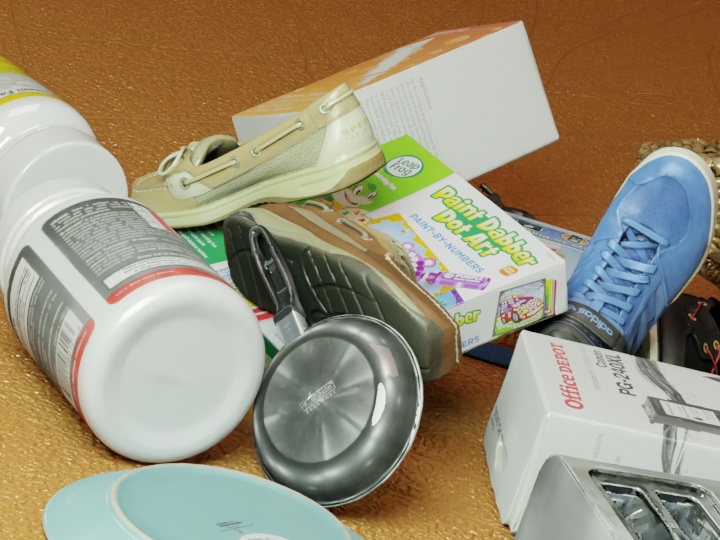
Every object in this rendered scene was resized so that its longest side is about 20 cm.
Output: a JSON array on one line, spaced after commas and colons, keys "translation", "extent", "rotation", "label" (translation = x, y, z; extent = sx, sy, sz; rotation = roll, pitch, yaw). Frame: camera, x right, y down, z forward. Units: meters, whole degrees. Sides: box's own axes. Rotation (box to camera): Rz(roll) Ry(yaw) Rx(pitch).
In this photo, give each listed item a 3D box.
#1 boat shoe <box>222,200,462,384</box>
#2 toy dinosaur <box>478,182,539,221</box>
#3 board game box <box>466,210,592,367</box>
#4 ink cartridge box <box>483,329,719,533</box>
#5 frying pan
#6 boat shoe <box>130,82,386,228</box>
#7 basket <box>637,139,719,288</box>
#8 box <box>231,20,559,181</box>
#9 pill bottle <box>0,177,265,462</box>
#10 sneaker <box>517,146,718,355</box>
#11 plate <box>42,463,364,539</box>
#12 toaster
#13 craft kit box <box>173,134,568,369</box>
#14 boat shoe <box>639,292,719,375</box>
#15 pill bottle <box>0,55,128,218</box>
[{"translation": [-0.003, 0.003, 1.598], "extent": [0.074, 0.076, 0.200], "rotation": [-23, 37, -32], "label": "boat shoe"}, {"translation": [0.059, -0.054, 2.088], "extent": [0.199, 0.048, 0.088], "rotation": [4, 20, -34], "label": "toy dinosaur"}, {"translation": [0.108, 0.011, 1.917], "extent": [0.199, 0.056, 0.196], "rotation": [17, 18, 6], "label": "board game box"}, {"translation": [0.186, 0.117, 1.611], "extent": [0.199, 0.084, 0.145], "rotation": [13, 18, -8], "label": "ink cartridge box"}, {"translation": [-0.019, 0.044, 1.525], "extent": [0.114, 0.191, 0.031], "rotation": [-15, -25, 26], "label": "frying pan"}, {"translation": [-0.075, -0.073, 1.701], "extent": [0.200, 0.063, 0.073], "rotation": [-10, 16, 40], "label": "boat shoe"}, {"translation": [0.278, -0.018, 1.975], "extent": [0.142, 0.150, 0.200], "rotation": [0, 8, -6], "label": "basket"}, {"translation": [0.026, -0.106, 1.963], "extent": [0.199, 0.098, 0.124], "rotation": [-24, 12, -28], "label": "box"}, {"translation": [-0.145, 0.022, 1.565], "extent": [0.115, 0.117, 0.200], "rotation": [5, 20, -30], "label": "pill bottle"}, {"translation": [0.165, 0.018, 1.715], "extent": [0.077, 0.201, 0.111], "rotation": [33, 25, 5], "label": "sneaker"}, {"translation": [-0.071, 0.143, 1.410], "extent": [0.199, 0.026, 0.200], "rotation": [14, 16, -4], "label": "plate"}, {"translation": [0.179, 0.185, 1.339], "extent": [0.180, 0.119, 0.200], "rotation": [9, 18, -16], "label": "toaster"}, {"translation": [0.000, 0.000, 1.704], "extent": [0.197, 0.049, 0.200], "rotation": [-20, 36, -24], "label": "craft kit box"}, {"translation": [0.227, 0.056, 1.849], "extent": [0.063, 0.074, 0.201], "rotation": [10, 12, 9], "label": "boat shoe"}, {"translation": [-0.248, -0.078, 1.793], "extent": [0.114, 0.115, 0.200], "rotation": [1, 23, -38], "label": "pill bottle"}]
